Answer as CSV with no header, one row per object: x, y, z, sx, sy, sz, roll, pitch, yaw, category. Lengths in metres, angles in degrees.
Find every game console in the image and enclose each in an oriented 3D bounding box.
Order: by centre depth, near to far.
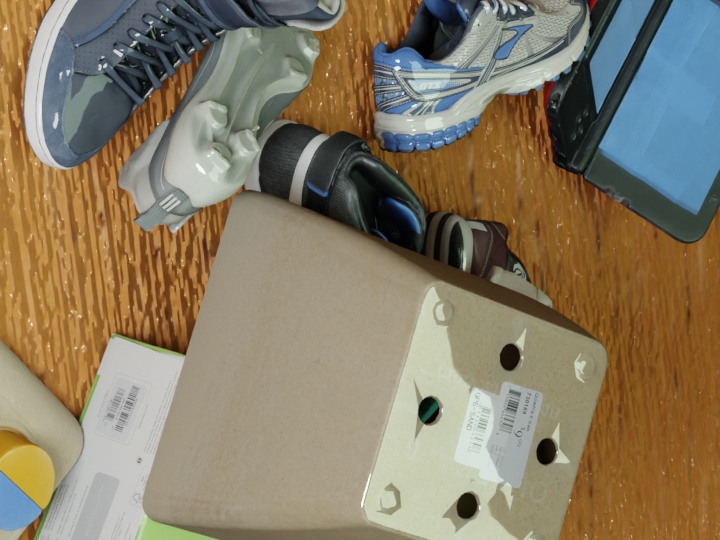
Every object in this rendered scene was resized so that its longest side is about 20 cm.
0.227,-0.150,1.745,0.201,0.118,0.173,-62,163,-14,game console

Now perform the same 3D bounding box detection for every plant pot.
0.023,0.081,1.391,0.199,0.177,0.201,21,82,-31,plant pot

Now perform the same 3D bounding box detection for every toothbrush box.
-0.090,0.143,1.510,0.200,0.086,0.147,28,79,-49,toothbrush box

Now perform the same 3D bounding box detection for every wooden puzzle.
-0.246,0.122,1.355,0.201,0.046,0.185,-57,137,-19,wooden puzzle

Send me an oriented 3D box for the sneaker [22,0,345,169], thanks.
-0.095,-0.137,1.367,0.077,0.146,0.203,42,72,-49,sneaker

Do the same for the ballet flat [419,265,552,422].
0.045,0.057,1.570,0.200,0.069,0.070,-34,126,-38,ballet flat

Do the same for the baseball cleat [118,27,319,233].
-0.091,-0.096,1.452,0.070,0.106,0.200,49,34,-14,baseball cleat

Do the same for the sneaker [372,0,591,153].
0.082,-0.157,1.620,0.200,0.077,0.086,-38,125,-36,sneaker

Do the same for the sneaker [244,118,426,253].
0.000,0.000,1.547,0.073,0.111,0.201,-46,133,-27,sneaker

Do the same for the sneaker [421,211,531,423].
0.078,0.059,1.689,0.115,0.075,0.202,-5,106,-51,sneaker
